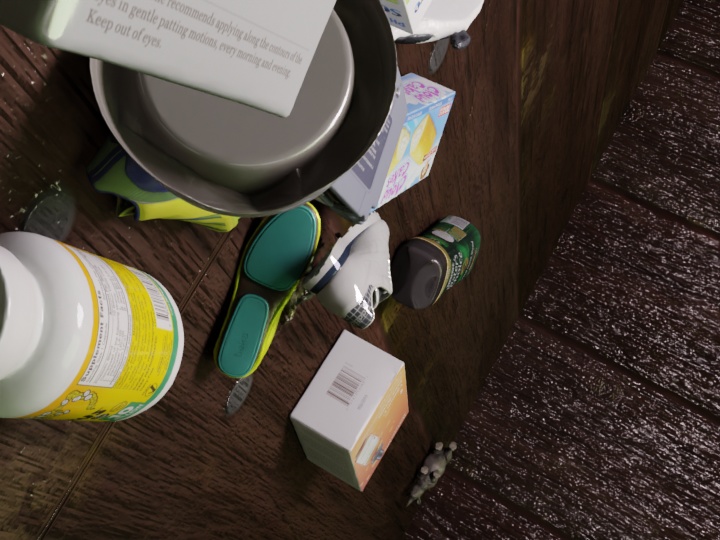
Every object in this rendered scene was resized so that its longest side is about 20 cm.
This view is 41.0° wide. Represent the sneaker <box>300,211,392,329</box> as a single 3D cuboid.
[{"bbox_3d":[0.000,0.000,1.029,0.077,0.080,0.200,-49,-178,26],"label":"sneaker"}]

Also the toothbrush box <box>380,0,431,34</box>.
[{"bbox_3d":[-0.019,-0.272,0.669,0.087,0.144,0.200,-61,163,-7],"label":"toothbrush box"}]

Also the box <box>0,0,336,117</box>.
[{"bbox_3d":[-0.114,-0.194,0.417,0.174,0.198,0.198,-64,162,11],"label":"box"}]

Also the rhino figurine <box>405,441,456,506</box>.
[{"bbox_3d":[0.174,0.525,2.466,0.201,0.059,0.088,-53,170,-24],"label":"rhino figurine"}]

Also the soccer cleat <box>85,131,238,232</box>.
[{"bbox_3d":[-0.149,-0.066,0.750,0.083,0.065,0.200,-33,166,2],"label":"soccer cleat"}]

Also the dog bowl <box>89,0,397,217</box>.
[{"bbox_3d":[-0.076,-0.129,0.641,0.202,0.198,0.059,-58,177,-17],"label":"dog bowl"}]

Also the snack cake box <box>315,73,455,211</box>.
[{"bbox_3d":[0.029,-0.147,1.110,0.199,0.066,0.117,-36,147,-56],"label":"snack cake box"}]

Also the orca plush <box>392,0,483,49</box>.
[{"bbox_3d":[0.057,-0.258,1.038,0.071,0.105,0.201,-35,-166,50],"label":"orca plush"}]

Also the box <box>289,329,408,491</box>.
[{"bbox_3d":[-0.011,0.211,1.426,0.154,0.105,0.201,-57,161,-21],"label":"box"}]

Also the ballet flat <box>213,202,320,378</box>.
[{"bbox_3d":[-0.098,0.015,0.995,0.067,0.066,0.203,-82,-163,-78],"label":"ballet flat"}]

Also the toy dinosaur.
[{"bbox_3d":[-0.049,-0.001,1.130,0.089,0.047,0.200,-65,166,24],"label":"toy dinosaur"}]

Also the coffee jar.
[{"bbox_3d":[0.117,-0.013,1.519,0.199,0.084,0.106,-32,144,-59],"label":"coffee jar"}]

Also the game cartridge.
[{"bbox_3d":[-0.012,-0.129,0.783,0.136,0.040,0.200,-68,159,-8],"label":"game cartridge"}]

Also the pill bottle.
[{"bbox_3d":[-0.203,0.039,0.622,0.114,0.111,0.200,-63,163,-2],"label":"pill bottle"}]
